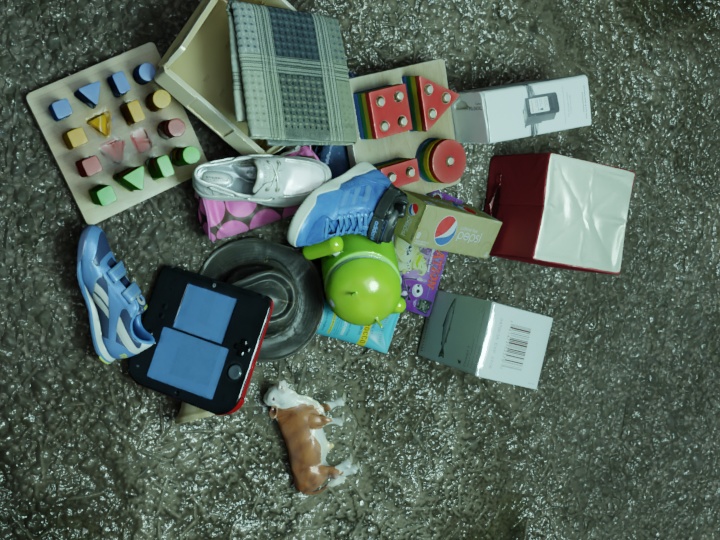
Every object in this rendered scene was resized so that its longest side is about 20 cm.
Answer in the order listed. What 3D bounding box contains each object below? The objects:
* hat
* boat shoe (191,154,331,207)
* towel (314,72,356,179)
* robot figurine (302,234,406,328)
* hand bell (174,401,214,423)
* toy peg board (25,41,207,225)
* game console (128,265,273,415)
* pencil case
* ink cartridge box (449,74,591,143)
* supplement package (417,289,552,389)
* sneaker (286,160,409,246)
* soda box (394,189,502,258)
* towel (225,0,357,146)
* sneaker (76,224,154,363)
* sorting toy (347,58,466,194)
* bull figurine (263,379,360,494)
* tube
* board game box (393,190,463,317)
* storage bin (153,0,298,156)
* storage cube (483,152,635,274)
[{"bbox_3d":[-0.152,0.043,1.489,0.198,0.081,0.204,0,87,-2],"label":"hat"},{"bbox_3d":[-0.138,-0.127,1.417,0.197,0.069,0.072,-3,85,-5],"label":"boat shoe"},{"bbox_3d":[-0.012,-0.200,1.580,0.111,0.048,0.202,17,87,-24],"label":"towel"},{"bbox_3d":[0.000,0.000,1.517,0.115,0.201,0.175,-34,123,17],"label":"robot figurine"},{"bbox_3d":[-0.246,0.114,1.496,0.103,0.104,0.203,-12,87,-22],"label":"hand bell"},{"bbox_3d":[-0.330,-0.194,1.417,0.199,0.098,0.201,-28,105,-19],"label":"toy peg board"},{"bbox_3d":[-0.231,0.099,1.442,0.031,0.198,0.179,21,85,-65],"label":"game console"},{"bbox_3d":[-0.147,-0.116,1.490,0.198,0.091,0.095,-22,115,-7],"label":"pencil case"},{"bbox_3d":[0.248,-0.259,1.634,0.198,0.145,0.085,-13,102,-22],"label":"ink cartridge box"},{"bbox_3d":[0.194,0.106,1.610,0.116,0.200,0.118,13,89,-24],"label":"supplement package"},{"bbox_3d":[-0.008,-0.074,1.431,0.111,0.077,0.200,35,45,17],"label":"sneaker"},{"bbox_3d":[0.133,-0.070,1.583,0.199,0.064,0.068,9,108,-47],"label":"soda box"},{"bbox_3d":[-0.097,-0.271,1.422,0.191,0.034,0.203,-2,79,-39],"label":"towel"},{"bbox_3d":[-0.346,0.029,1.429,0.081,0.074,0.202,-8,107,9],"label":"sneaker"},{"bbox_3d":[0.078,-0.211,1.561,0.197,0.069,0.203,-19,107,-31],"label":"sorting toy"},{"bbox_3d":[-0.076,0.252,1.570,0.120,0.065,0.202,-9,108,11],"label":"bull figurine"},{"bbox_3d":[-0.032,0.079,1.598,0.198,0.050,0.078,13,108,-27],"label":"tube"},{"bbox_3d":[0.086,-0.037,1.648,0.119,0.032,0.202,18,87,-28],"label":"board game box"},{"bbox_3d":[-0.163,-0.296,1.450,0.200,0.093,0.200,40,59,-23],"label":"storage bin"},{"bbox_3d":[0.321,-0.094,1.661,0.198,0.179,0.173,9,91,-23],"label":"storage cube"}]
